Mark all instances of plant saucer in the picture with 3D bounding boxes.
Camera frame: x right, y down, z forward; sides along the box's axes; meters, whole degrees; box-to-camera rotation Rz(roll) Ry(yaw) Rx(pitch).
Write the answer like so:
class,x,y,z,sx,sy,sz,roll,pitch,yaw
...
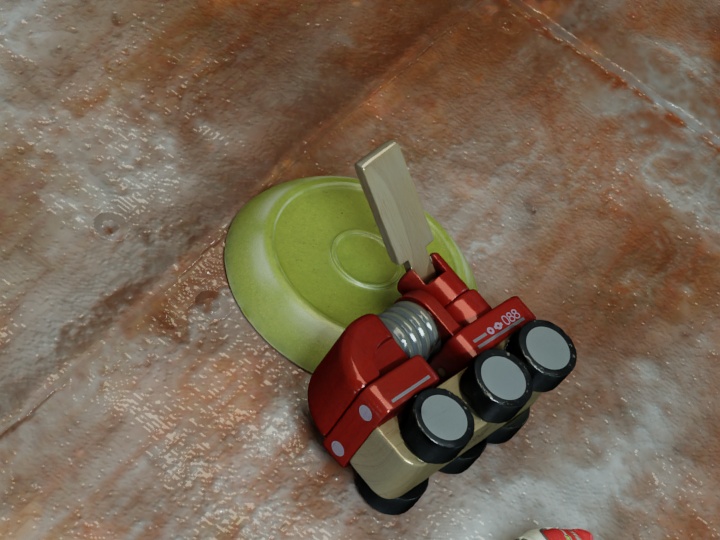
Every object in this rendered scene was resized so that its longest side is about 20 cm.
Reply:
class,x,y,z,sx,sy,sz,roll,pitch,yaw
plant saucer,0.000,0.000,1.896,0.199,0.031,0.201,13,46,-14

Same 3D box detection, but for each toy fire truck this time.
class,x,y,z,sx,sy,sz,roll,pitch,yaw
toy fire truck,0.031,0.034,1.792,0.176,0.129,0.200,-30,74,-40

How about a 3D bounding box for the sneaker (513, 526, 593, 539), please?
class,x,y,z,sx,sy,sz,roll,pitch,yaw
sneaker,0.175,0.246,1.725,0.085,0.077,0.200,-11,56,-39
